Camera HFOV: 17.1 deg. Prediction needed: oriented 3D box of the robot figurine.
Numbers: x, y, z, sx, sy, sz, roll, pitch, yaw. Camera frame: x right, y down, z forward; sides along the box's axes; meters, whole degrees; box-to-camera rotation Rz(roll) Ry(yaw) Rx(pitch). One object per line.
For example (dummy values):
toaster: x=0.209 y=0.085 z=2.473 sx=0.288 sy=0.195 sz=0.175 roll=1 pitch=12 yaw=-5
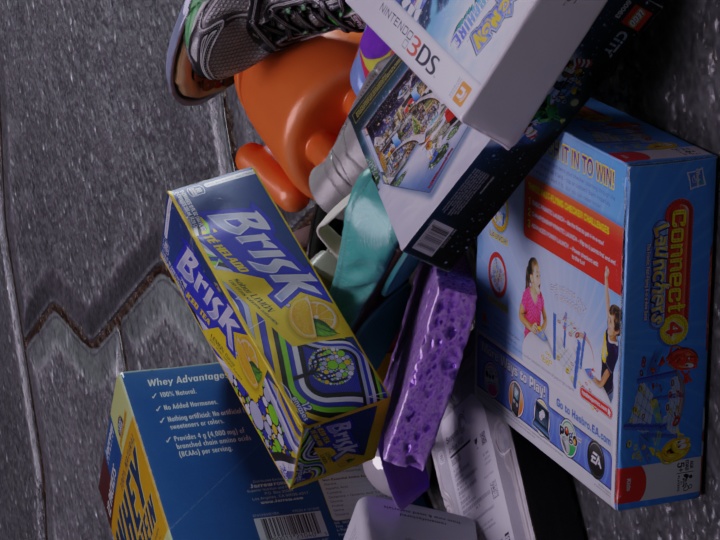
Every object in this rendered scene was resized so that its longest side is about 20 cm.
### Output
robot figurine: x=-0.022 y=-0.120 z=1.665 sx=0.200 sy=0.116 sz=0.144 roll=-123 pitch=32 yaw=-52

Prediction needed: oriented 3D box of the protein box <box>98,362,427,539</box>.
protein box: x=-0.070 y=0.182 z=1.765 sx=0.135 sy=0.197 sz=0.201 roll=105 pitch=152 yaw=-43

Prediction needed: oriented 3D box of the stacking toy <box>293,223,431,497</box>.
stacking toy: x=-0.011 y=0.076 z=1.720 sx=0.201 sy=0.146 sz=0.146 roll=59 pitch=152 yaw=18

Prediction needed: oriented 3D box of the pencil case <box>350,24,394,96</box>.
pencil case: x=0.050 y=-0.180 z=1.503 sx=0.200 sy=0.088 sz=0.089 roll=108 pitch=149 yaw=-48

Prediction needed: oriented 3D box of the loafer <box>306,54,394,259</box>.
loafer: x=0.004 y=-0.057 z=1.529 sx=0.070 sy=0.069 sz=0.201 roll=60 pitch=154 yaw=34

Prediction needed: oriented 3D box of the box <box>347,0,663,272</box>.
box: x=0.078 y=-0.117 z=1.363 sx=0.200 sy=0.038 sz=0.137 roll=-51 pitch=34 yaw=24

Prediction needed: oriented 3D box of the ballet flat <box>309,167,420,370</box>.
ballet flat: x=0.000 y=0.000 z=1.514 sx=0.070 sy=0.067 sz=0.200 roll=42 pitch=143 yaw=15

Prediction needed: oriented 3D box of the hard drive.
hard drive: x=0.093 y=0.145 z=1.543 sx=0.140 sy=0.038 sz=0.201 roll=129 pitch=132 yaw=-63

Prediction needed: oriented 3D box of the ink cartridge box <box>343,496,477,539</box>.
ink cartridge box: x=0.023 y=0.263 z=1.488 sx=0.200 sy=0.083 sz=0.146 roll=-97 pitch=24 yaw=-57

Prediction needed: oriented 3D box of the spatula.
spatula: x=0.034 y=0.116 z=1.602 sx=0.200 sy=0.020 sz=0.057 roll=-33 pitch=-75 yaw=-83

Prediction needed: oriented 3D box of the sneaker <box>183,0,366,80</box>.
sneaker: x=-0.031 y=-0.188 z=1.590 sx=0.078 sy=0.200 sz=0.085 roll=41 pitch=-161 yaw=-53

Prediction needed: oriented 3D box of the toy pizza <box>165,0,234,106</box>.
toy pizza: x=-0.070 y=-0.201 z=1.732 sx=0.032 sy=0.200 sz=0.201 roll=34 pitch=141 yaw=13

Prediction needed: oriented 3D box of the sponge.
sponge: x=0.042 y=0.047 z=1.502 sx=0.200 sy=0.030 sz=0.112 roll=-86 pitch=13 yaw=-80

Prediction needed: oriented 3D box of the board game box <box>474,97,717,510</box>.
board game box: x=0.130 y=0.009 z=1.373 sx=0.200 sy=0.056 sz=0.197 roll=-142 pitch=50 yaw=-63

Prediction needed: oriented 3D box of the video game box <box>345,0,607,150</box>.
video game box: x=0.086 y=-0.192 z=1.320 sx=0.201 sy=0.047 sz=0.182 roll=-58 pitch=35 yaw=13

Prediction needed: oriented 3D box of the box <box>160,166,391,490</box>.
box: x=-0.057 y=0.033 z=1.505 sx=0.200 sy=0.064 sz=0.070 roll=58 pitch=153 yaw=31
